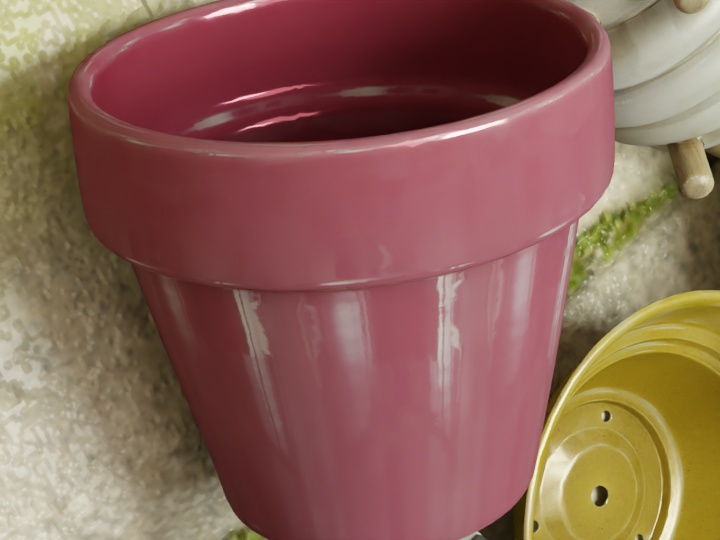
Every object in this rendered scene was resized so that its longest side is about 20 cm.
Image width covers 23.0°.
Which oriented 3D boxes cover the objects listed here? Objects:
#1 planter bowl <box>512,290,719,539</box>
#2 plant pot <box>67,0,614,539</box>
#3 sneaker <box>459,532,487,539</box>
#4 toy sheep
[{"bbox_3d":[0.132,0.108,0.813,0.200,0.083,0.201,-1,92,-31],"label":"planter bowl"},{"bbox_3d":[0.000,0.000,0.678,0.199,0.200,0.180,-21,118,-29],"label":"plant pot"},{"bbox_3d":[0.051,0.184,0.741,0.074,0.080,0.201,-23,139,-30],"label":"sneaker"},{"bbox_3d":[0.130,-0.118,0.777,0.200,0.138,0.138,47,68,-37],"label":"toy sheep"}]
